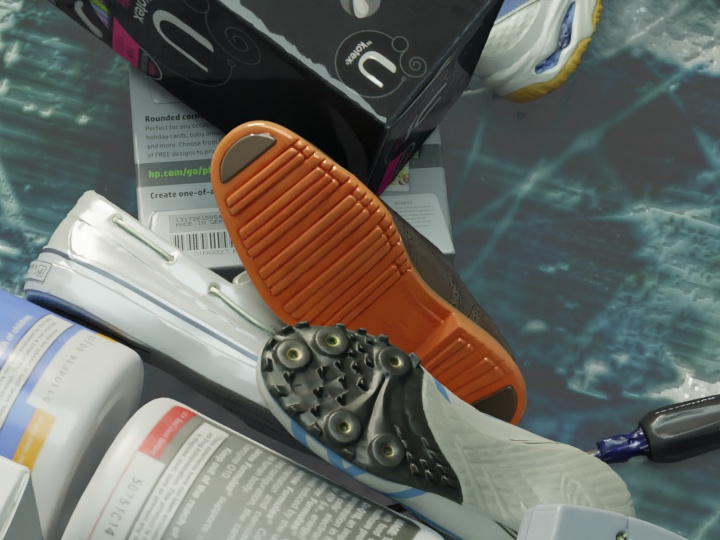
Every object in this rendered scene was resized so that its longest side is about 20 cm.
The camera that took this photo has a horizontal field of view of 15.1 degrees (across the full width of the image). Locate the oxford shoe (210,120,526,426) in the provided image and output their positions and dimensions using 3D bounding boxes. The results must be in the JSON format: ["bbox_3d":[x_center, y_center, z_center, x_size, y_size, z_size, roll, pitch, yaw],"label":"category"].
[{"bbox_3d":[0.000,0.000,1.284,0.071,0.200,0.073,-35,24,14],"label":"oxford shoe"}]

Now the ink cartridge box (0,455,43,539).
[{"bbox_3d":[-0.216,0.126,1.182,0.145,0.200,0.084,23,67,7],"label":"ink cartridge box"}]

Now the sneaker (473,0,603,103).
[{"bbox_3d":[0.094,-0.188,1.401,0.088,0.075,0.200,32,62,-22],"label":"sneaker"}]

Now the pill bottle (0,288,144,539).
[{"bbox_3d":[-0.212,0.049,1.267,0.200,0.112,0.112,25,66,8],"label":"pill bottle"}]

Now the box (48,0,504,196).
[{"bbox_3d":[-0.045,-0.136,1.303,0.200,0.122,0.106,36,67,7],"label":"box"}]

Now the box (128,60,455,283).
[{"bbox_3d":[-0.039,-0.085,1.379,0.156,0.041,0.200,-4,66,-5],"label":"box"}]

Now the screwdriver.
[{"bbox_3d":[0.099,0.090,1.316,0.200,0.028,0.029,-12,36,-4],"label":"screwdriver"}]

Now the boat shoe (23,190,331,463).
[{"bbox_3d":[-0.058,0.028,1.287,0.200,0.074,0.067,29,76,-10],"label":"boat shoe"}]

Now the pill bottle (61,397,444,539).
[{"bbox_3d":[-0.029,0.149,1.229,0.200,0.114,0.114,26,66,9],"label":"pill bottle"}]

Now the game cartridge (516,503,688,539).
[{"bbox_3d":[0.135,0.189,1.207,0.200,0.040,0.134,33,64,-30],"label":"game cartridge"}]

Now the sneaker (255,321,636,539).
[{"bbox_3d":[0.033,0.089,1.252,0.200,0.072,0.072,29,56,-19],"label":"sneaker"}]
